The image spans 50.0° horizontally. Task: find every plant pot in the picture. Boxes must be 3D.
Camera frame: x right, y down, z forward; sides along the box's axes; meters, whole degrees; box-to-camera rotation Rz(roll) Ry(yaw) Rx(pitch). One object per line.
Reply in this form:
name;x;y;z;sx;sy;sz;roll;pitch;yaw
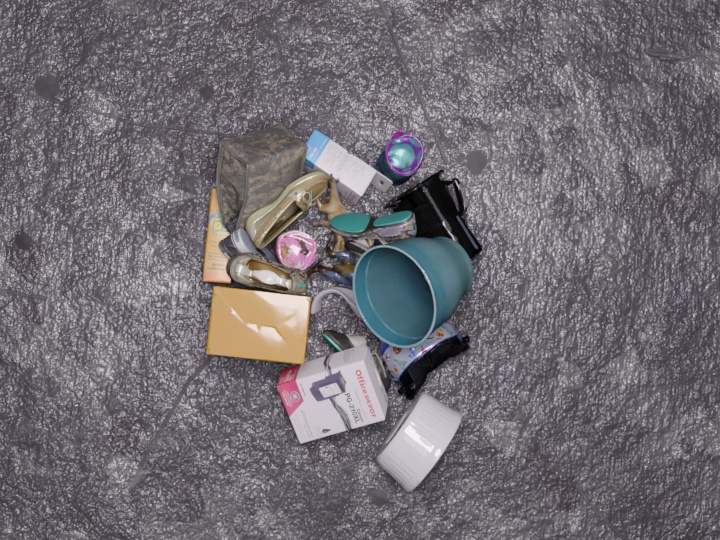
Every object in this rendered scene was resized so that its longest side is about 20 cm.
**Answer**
plant pot;0.117;0.023;1.510;0.187;0.199;0.202;-25;92;-46

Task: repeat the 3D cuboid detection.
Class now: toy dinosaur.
toy dinosaur;0.000;0.000;1.653;0.180;0.200;0.106;30;68;-11
toy dinosaur;-0.061;-0.134;1.662;0.058;0.100;0.203;-28;128;-36

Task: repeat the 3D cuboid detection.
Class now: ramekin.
ramekin;0.119;0.357;1.636;0.097;0.200;0.201;36;87;4

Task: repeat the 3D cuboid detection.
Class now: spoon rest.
spoon rest;-0.013;0.072;1.651;0.197;0.099;0.062;5;103;24

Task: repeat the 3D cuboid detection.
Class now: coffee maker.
coffee maker;0.152;-0.087;1.650;0.191;0.134;0.202;-32;93;-32

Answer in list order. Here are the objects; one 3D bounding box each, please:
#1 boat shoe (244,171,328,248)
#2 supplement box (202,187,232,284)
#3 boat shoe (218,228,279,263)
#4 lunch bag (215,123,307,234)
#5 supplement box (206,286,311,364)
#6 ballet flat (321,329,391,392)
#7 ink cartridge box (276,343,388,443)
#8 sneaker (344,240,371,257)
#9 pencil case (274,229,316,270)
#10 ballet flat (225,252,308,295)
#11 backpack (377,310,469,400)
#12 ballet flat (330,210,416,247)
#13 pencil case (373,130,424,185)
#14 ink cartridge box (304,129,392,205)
boat shoe;-0.142;-0.123;1.571;0.199;0.073;0.063;-34;63;-2
supplement box;-0.299;-0.073;1.666;0.065;0.069;0.203;5;86;-6
boat shoe;-0.226;-0.009;1.635;0.067;0.199;0.074;-26;52;15
lunch bag;-0.210;-0.181;1.600;0.163;0.202;0.117;-26;53;-38
supplement box;-0.205;0.109;1.605;0.194;0.200;0.135;6;88;-5
ballet flat;-0.003;0.191;1.693;0.068;0.068;0.201;-41;103;-14
ink cartridge box;-0.056;0.261;1.636;0.197;0.084;0.146;-18;107;11
sneaker;0.043;0.004;1.691;0.199;0.074;0.080;38;92;-3
pencil case;-0.137;-0.041;1.611;0.085;0.200;0.084;-8;91;-6
ballet flat;-0.197;0.005;1.509;0.198;0.075;0.069;14;95;25
backpack;0.124;0.155;1.637;0.199;0.191;0.154;-40;79;-4
ballet flat;0.027;-0.079;1.576;0.198;0.072;0.073;0;90;32
pencil case;0.080;-0.234;1.630;0.084;0.200;0.094;-14;92;-4
ink cartridge box;-0.036;-0.208;1.661;0.199;0.116;0.067;34;81;-3
